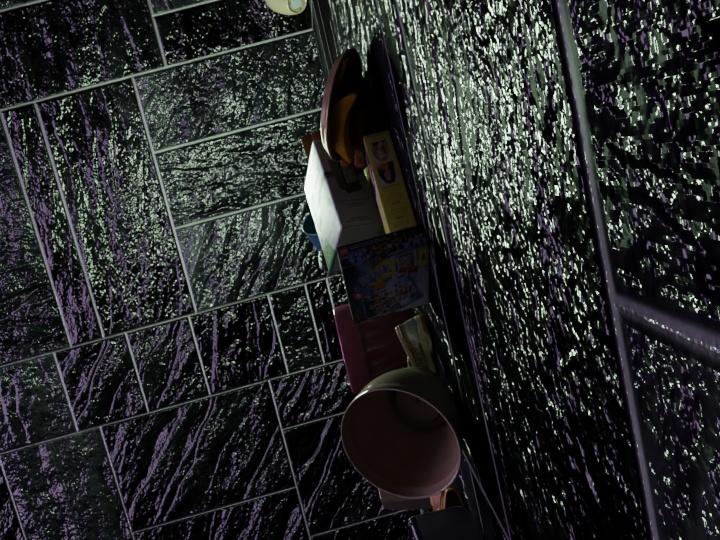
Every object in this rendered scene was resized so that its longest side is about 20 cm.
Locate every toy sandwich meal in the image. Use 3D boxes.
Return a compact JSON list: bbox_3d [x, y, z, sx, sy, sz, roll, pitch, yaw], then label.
[{"bbox_3d":[-0.009,-0.272,1.189,0.205,0.068,0.211,13,-91,-77],"label":"toy sandwich meal"}]

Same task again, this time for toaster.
[{"bbox_3d":[0.159,0.539,1.218,0.183,0.115,0.203,85,168,-50],"label":"toaster"}]

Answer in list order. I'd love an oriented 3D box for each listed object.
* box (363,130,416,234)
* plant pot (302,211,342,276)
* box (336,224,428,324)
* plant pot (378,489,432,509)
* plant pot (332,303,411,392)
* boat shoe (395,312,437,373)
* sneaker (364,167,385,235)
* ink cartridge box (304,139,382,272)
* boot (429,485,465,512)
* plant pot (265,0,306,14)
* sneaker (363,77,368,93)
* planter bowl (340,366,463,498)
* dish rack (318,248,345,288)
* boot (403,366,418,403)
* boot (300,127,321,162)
[{"bbox_3d":[0.051,-0.122,1.135,0.076,0.049,0.205,78,178,-65],"label":"box"},{"bbox_3d":[-0.016,-0.074,1.715,0.191,0.196,0.201,60,-174,-26],"label":"plant pot"},{"bbox_3d":[0.040,0.011,1.095,0.201,0.133,0.039,80,175,-62],"label":"box"},{"bbox_3d":[0.125,0.544,1.880,0.201,0.172,0.204,81,175,-63],"label":"plant pot"},{"bbox_3d":[0.040,0.166,1.632,0.200,0.174,0.206,166,90,-88],"label":"plant pot"},{"bbox_3d":[0.105,0.158,1.309,0.074,0.061,0.203,-107,3,-46],"label":"boat shoe"},{"bbox_3d":[0.027,-0.135,1.366,0.077,0.074,0.203,78,177,-47],"label":"sneaker"},{"bbox_3d":[-0.038,-0.124,1.301,0.147,0.082,0.204,110,147,-55],"label":"ink cartridge box"},{"bbox_3d":[0.189,0.530,1.408,0.155,0.072,0.205,114,137,-77],"label":"boot"},{"bbox_3d":[-0.310,-1.198,3.039,0.201,0.183,0.191,53,162,47],"label":"plant pot"},{"bbox_3d":[-0.005,-0.297,1.323,0.091,0.065,0.204,-99,-7,-57],"label":"sneaker"},{"bbox_3d":[0.081,0.242,1.127,0.135,0.195,0.205,-50,-49,-57],"label":"planter bowl"},{"bbox_3d":[0.000,0.000,1.572,0.154,0.194,0.056,-107,27,-64],"label":"dish rack"},{"bbox_3d":[0.112,0.236,1.822,0.140,0.076,0.203,89,158,-56],"label":"boot"},{"bbox_3d":[-0.052,-0.293,1.425,0.203,0.151,0.078,78,177,-50],"label":"boot"}]
